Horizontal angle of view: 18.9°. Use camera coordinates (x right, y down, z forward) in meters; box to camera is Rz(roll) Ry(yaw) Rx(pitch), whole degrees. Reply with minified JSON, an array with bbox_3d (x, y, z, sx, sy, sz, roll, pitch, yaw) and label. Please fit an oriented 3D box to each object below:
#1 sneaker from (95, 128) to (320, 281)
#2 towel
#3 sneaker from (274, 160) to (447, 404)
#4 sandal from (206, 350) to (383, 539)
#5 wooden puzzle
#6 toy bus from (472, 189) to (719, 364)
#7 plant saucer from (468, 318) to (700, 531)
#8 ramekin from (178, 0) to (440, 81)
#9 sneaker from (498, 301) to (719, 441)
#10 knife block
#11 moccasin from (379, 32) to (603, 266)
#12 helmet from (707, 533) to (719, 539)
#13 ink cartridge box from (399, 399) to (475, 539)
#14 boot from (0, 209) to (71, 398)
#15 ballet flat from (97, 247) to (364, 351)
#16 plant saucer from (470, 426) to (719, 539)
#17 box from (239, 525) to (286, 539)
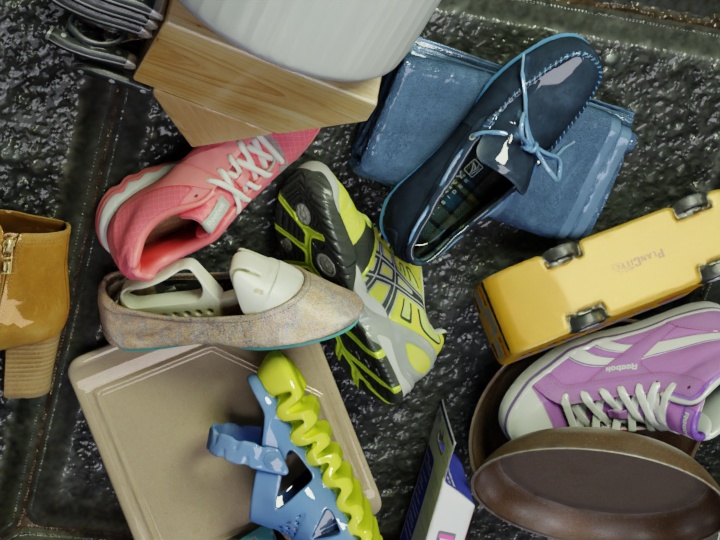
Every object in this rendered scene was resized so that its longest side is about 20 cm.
[{"bbox_3d":[-0.096,-0.059,1.523,0.200,0.087,0.074,-39,122,9],"label":"sneaker"},{"bbox_3d":[0.096,-0.093,1.577,0.199,0.049,0.112,16,114,-23],"label":"towel"},{"bbox_3d":[0.000,0.000,1.604,0.076,0.075,0.201,-40,123,-28],"label":"sneaker"},{"bbox_3d":[-0.046,0.163,1.588,0.087,0.079,0.201,-28,91,2],"label":"sandal"},{"bbox_3d":[-0.101,0.125,1.630,0.184,0.037,0.201,-22,99,-1],"label":"wooden puzzle"},{"bbox_3d":[0.190,0.005,1.626,0.199,0.078,0.065,-21,81,-9],"label":"toy bus"},{"bbox_3d":[0.178,0.116,1.724,0.199,0.037,0.201,-6,119,-11],"label":"plant saucer"},{"bbox_3d":[-0.035,-0.209,1.394,0.199,0.201,0.098,16,122,-22],"label":"ramekin"},{"bbox_3d":[0.206,0.097,1.633,0.200,0.114,0.073,-25,124,2],"label":"sneaker"},{"bbox_3d":[-0.102,-0.164,1.433,0.199,0.064,0.176,-6,143,23],"label":"knife block"},{"bbox_3d":[0.101,-0.075,1.519,0.080,0.068,0.200,32,107,-28],"label":"moccasin"},{"bbox_3d":[0.335,0.282,1.780,0.190,0.200,0.201,17,115,-41],"label":"helmet"},{"bbox_3d":[0.054,0.211,1.690,0.037,0.095,0.201,11,106,-7],"label":"ink cartridge box"},{"bbox_3d":[-0.306,0.020,1.533,0.200,0.071,0.145,-1,113,-17],"label":"boot"},{"bbox_3d":[-0.099,0.020,1.547,0.199,0.068,0.068,-6,125,14],"label":"ballet flat"},{"bbox_3d":[0.184,0.164,1.660,0.199,0.032,0.200,7,154,4],"label":"plant saucer"},{"bbox_3d":[-0.032,0.282,1.648,0.049,0.082,0.200,-32,132,6],"label":"box"}]
